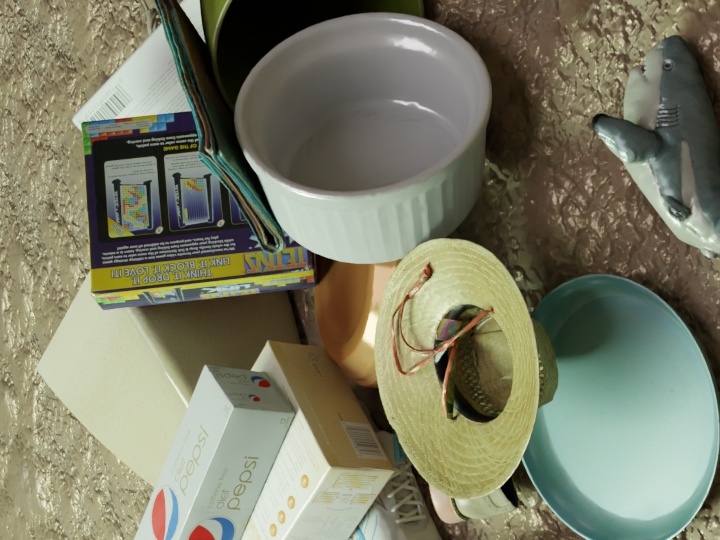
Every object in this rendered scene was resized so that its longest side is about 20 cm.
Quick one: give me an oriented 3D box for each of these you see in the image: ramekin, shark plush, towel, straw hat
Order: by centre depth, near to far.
[{"bbox_3d":[0.231,-0.061,0.864,0.083,0.091,0.201,-38,55,13],"label":"shark plush"},{"bbox_3d":[0.099,0.068,0.986,0.200,0.085,0.203,-1,89,56],"label":"straw hat"},{"bbox_3d":[0.006,-0.101,1.039,0.201,0.200,0.098,50,162,36],"label":"ramekin"},{"bbox_3d":[-0.117,-0.124,1.081,0.022,0.147,0.201,-25,53,5],"label":"towel"}]

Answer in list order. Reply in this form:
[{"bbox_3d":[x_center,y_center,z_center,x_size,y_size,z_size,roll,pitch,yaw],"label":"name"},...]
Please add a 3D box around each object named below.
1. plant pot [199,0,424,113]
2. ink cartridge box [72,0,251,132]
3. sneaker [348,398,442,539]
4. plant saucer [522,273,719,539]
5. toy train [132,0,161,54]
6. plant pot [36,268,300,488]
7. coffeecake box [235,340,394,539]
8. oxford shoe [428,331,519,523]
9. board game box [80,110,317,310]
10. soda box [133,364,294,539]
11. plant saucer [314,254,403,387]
[{"bbox_3d":[-0.068,-0.248,1.151,0.200,0.186,0.188,59,136,46],"label":"plant pot"},{"bbox_3d":[-0.153,-0.152,1.276,0.200,0.044,0.174,-41,97,20],"label":"ink cartridge box"},{"bbox_3d":[0.022,0.190,1.155,0.200,0.075,0.087,47,123,38],"label":"sneaker"},{"bbox_3d":[0.188,0.102,0.965,0.199,0.027,0.202,9,101,51],"label":"plant saucer"},{"bbox_3d":[-0.174,-0.235,1.354,0.115,0.084,0.201,-34,67,37],"label":"toy train"},{"bbox_3d":[-0.170,0.094,1.302,0.178,0.199,0.200,57,135,18],"label":"plant pot"},{"bbox_3d":[-0.072,0.190,1.168,0.201,0.073,0.154,-58,42,27],"label":"coffeecake box"},{"bbox_3d":[0.092,0.102,1.069,0.073,0.071,0.202,-9,87,31],"label":"oxford shoe"},{"bbox_3d":[-0.145,-0.059,1.187,0.057,0.198,0.167,91,173,-75],"label":"board game box"},{"bbox_3d":[-0.130,0.185,1.133,0.068,0.063,0.201,46,119,49],"label":"soda box"},{"bbox_3d":[0.000,0.000,1.136,0.200,0.037,0.202,-178,90,-70],"label":"plant saucer"}]
